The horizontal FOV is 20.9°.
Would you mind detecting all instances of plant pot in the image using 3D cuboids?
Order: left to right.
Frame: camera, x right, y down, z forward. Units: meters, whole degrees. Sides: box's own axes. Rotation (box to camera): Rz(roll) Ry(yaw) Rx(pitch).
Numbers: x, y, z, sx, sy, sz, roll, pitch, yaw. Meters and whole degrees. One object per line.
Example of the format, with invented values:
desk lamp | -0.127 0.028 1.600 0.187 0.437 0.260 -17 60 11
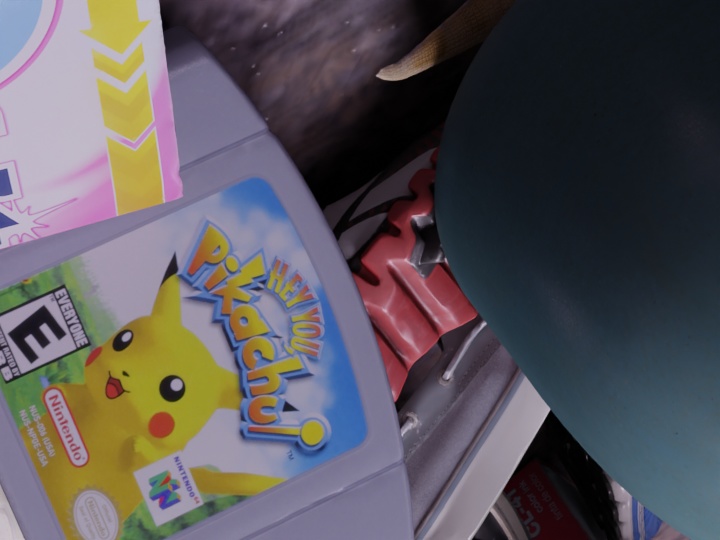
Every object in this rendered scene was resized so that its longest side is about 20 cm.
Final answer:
plant pot | 0.141 0.001 0.629 0.198 0.162 0.202 -10 129 -13

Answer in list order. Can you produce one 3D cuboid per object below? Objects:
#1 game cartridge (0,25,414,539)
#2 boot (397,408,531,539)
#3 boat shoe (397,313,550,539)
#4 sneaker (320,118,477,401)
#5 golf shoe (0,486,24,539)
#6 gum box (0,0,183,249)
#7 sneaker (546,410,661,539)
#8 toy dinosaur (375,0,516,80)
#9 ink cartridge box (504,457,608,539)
game cartridge | -0.062 0.031 0.635 0.132 0.202 0.040 -26 -170 -15
boot | 0.018 0.173 0.845 0.204 0.073 0.154 56 51 -27
boat shoe | 0.050 0.031 0.794 0.202 0.071 0.070 -60 174 -7
sneaker | 0.000 0.000 0.731 0.201 0.097 0.071 -51 136 -14
golf shoe | -0.114 0.069 0.679 0.092 0.075 0.200 -46 122 -3
gum box | -0.115 -0.085 0.512 0.112 0.066 0.201 -14 141 -11
sneaker | 0.141 0.063 0.916 0.088 0.079 0.201 -21 144 -13
toy dinosaur | 0.085 -0.109 0.693 0.199 0.058 0.102 -37 132 -8
ink cartridge box | 0.064 0.207 1.025 0.199 0.086 0.147 -38 146 9
